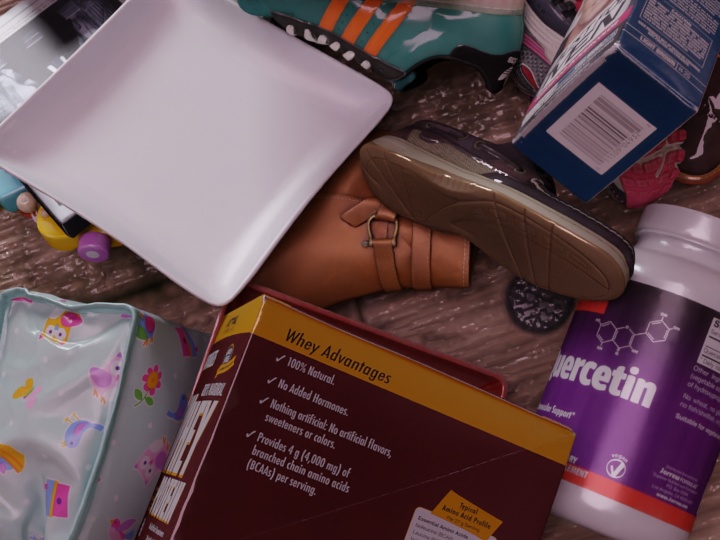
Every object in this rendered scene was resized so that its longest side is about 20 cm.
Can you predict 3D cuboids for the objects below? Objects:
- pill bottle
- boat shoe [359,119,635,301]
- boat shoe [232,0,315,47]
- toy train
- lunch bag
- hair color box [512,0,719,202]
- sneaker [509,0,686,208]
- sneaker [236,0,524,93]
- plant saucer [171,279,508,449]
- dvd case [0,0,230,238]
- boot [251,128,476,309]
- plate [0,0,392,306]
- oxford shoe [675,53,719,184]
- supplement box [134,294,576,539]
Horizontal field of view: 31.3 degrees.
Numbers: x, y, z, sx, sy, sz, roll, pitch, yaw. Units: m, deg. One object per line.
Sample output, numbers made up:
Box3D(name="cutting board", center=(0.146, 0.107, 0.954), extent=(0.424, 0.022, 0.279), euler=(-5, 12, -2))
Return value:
Box3D(name="pill bottle", center=(0.177, 0.065, 0.794), extent=(0.112, 0.112, 0.201), euler=(20, 84, 16))
Box3D(name="boat shoe", center=(0.089, -0.047, 0.796), extent=(0.200, 0.072, 0.065), euler=(26, 59, 35))
Box3D(name="boat shoe", center=(-0.051, -0.245, 0.949), extent=(0.067, 0.057, 0.201), euler=(-6, 70, 49))
Box3D(name="toy train", center=(-0.191, -0.075, 0.945), extent=(0.200, 0.056, 0.150), euler=(19, 66, 23))
Box3D(name="lunch bag", center=(-0.170, 0.126, 0.834), extent=(0.122, 0.170, 0.201), euler=(7, 82, 20))
Box3D(name="hair color box", center=(0.166, -0.143, 0.757), extent=(0.060, 0.100, 0.200), euler=(37, 49, -8))
Box3D(name="sneaker", center=(0.147, -0.124, 0.855), extent=(0.075, 0.080, 0.200), euler=(-51, 51, 43))
Box3D(name="sneaker", center=(0.008, -0.160, 0.854), extent=(0.199, 0.071, 0.080), euler=(9, 106, 16))
Box3D(name="plant saucer", center=(-0.025, 0.132, 0.827), extent=(0.199, 0.037, 0.201), euler=(20, 79, -12))
Box3D(name="dvd case", center=(-0.205, -0.132, 0.935), extent=(0.150, 0.025, 0.200), euler=(-40, 59, -11))
Box3D(name="boot", center=(0.000, 0.000, 0.879), extent=(0.155, 0.077, 0.201), euler=(12, 74, 11))
Box3D(name="plate", center=(-0.111, -0.091, 0.854), extent=(0.199, 0.032, 0.200), euler=(31, 64, 14))
Box3D(name="oxford shoe", center=(0.236, -0.157, 0.846), extent=(0.071, 0.073, 0.201), euler=(13, 82, 15))
Box3D(name="supplement box", center=(-0.017, 0.148, 0.740), extent=(0.197, 0.133, 0.201), euler=(24, 78, -11))
